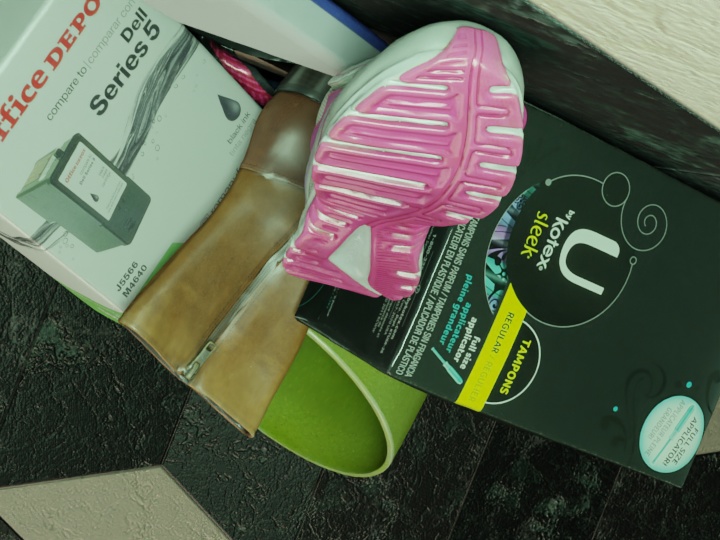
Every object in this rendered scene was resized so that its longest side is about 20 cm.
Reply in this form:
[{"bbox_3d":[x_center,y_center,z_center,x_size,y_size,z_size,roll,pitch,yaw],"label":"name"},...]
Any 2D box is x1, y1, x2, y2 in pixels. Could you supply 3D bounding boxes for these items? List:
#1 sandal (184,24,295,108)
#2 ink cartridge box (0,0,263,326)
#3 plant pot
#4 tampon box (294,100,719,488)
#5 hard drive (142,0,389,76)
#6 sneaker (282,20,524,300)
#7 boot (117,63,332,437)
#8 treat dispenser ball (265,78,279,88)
[{"bbox_3d":[-0.075,-0.125,0.863,0.199,0.045,0.075,22,179,-25],"label":"sandal"},{"bbox_3d":[-0.147,-0.073,0.801,0.084,0.146,0.200,23,166,42],"label":"ink cartridge box"},{"bbox_3d":[0.000,0.000,0.971,0.186,0.200,0.188,30,152,18],"label":"plant pot"},{"bbox_3d":[0.096,0.004,0.780,0.199,0.151,0.126,21,-178,-27],"label":"tampon box"},{"bbox_3d":[-0.083,-0.134,0.622,0.131,0.026,0.200,23,-179,25],"label":"hard drive"},{"bbox_3d":[0.015,-0.061,0.629,0.081,0.089,0.200,15,156,-13],"label":"sneaker"},{"bbox_3d":[-0.012,0.006,0.821,0.188,0.201,0.068,40,163,-29],"label":"boot"},{"bbox_3d":[-0.095,-0.054,1.165,0.199,0.203,0.201,22,-179,0],"label":"treat dispenser ball"}]
